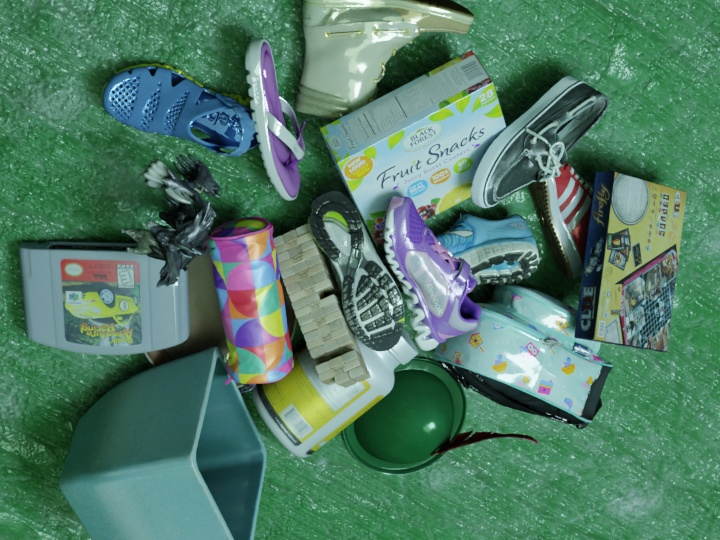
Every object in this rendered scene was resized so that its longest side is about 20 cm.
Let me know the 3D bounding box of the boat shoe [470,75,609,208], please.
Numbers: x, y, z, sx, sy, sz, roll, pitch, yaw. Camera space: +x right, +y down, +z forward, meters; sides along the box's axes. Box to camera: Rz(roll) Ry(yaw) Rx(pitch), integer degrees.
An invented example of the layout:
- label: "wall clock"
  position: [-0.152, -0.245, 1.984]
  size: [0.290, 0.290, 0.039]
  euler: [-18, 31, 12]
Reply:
- label: "boat shoe"
  position: [0.212, -0.141, 1.476]
  size: [0.199, 0.068, 0.074]
  euler: [-43, 143, -17]

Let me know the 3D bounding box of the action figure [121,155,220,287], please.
- label: "action figure"
  position: [-0.213, -0.058, 1.423]
  size: [0.101, 0.200, 0.120]
  euler: [26, 109, -10]

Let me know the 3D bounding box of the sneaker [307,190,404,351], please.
- label: "sneaker"
  position: [0.000, 0.000, 1.524]
  size: [0.073, 0.081, 0.202]
  euler: [-20, 92, 4]

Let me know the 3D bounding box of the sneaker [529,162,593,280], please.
- label: "sneaker"
  position: [0.276, -0.098, 1.579]
  size: [0.112, 0.071, 0.201]
  euler: [-23, 113, -5]

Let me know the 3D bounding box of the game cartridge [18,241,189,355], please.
- label: "game cartridge"
  position: [-0.304, 0.034, 1.507]
  size: [0.198, 0.041, 0.134]
  euler: [1, 113, 3]

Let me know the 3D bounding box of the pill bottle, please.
- label: "pill bottle"
  position: [-0.029, 0.133, 1.586]
  size: [0.199, 0.112, 0.112]
  euler: [-38, 114, 5]

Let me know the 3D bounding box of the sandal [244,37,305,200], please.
- label: "sandal"
  position: [-0.089, -0.168, 1.453]
  size: [0.049, 0.083, 0.204]
  euler: [-4, 126, 15]

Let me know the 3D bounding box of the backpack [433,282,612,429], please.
- label: "backpack"
  position: [0.198, 0.099, 1.587]
  size: [0.198, 0.176, 0.155]
  euler: [16, 91, -18]

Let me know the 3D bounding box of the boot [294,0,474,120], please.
- label: "boot"
  position: [0.025, -0.245, 1.467]
  size: [0.198, 0.072, 0.156]
  euler: [4, 110, -7]

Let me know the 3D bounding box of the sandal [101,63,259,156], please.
- label: "sandal"
  position: [-0.195, -0.179, 1.441]
  size: [0.198, 0.087, 0.080]
  euler: [11, 111, -14]

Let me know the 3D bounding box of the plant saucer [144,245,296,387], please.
- label: "plant saucer"
  position: [-0.178, 0.052, 1.566]
  size: [0.198, 0.035, 0.202]
  euler: [-4, 113, -9]

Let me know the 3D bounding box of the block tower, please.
- label: "block tower"
  position: [-0.050, 0.041, 1.515]
  size: [0.054, 0.058, 0.202]
  euler: [-22, 77, 5]

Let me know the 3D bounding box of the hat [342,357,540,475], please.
- label: "hat"
  position: [0.081, 0.216, 1.605]
  size: [0.165, 0.176, 0.201]
  euler: [32, 103, -21]

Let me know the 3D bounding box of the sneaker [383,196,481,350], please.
- label: "sneaker"
  position: [0.088, -0.001, 1.484]
  size: [0.088, 0.081, 0.201]
  euler: [-9, 119, 24]

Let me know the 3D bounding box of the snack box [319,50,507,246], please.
- label: "snack box"
  position: [0.073, -0.140, 1.486]
  size: [0.199, 0.068, 0.169]
  euler: [-28, 142, -1]

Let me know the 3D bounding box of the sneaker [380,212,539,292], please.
- label: "sneaker"
  position: [0.121, -0.024, 1.581]
  size: [0.198, 0.091, 0.079]
  euler: [-8, 142, 9]

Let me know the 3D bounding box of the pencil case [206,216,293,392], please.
- label: "pencil case"
  position: [-0.132, 0.040, 1.497]
  size: [0.087, 0.088, 0.202]
  euler: [-8, 107, -8]

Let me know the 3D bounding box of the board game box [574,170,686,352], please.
- label: "board game box"
  position: [0.329, -0.009, 1.539]
  size: [0.135, 0.034, 0.202]
  euler: [11, 86, -36]

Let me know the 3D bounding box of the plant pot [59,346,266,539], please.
- label: "plant pot"
  position: [-0.246, 0.240, 1.535]
  size: [0.198, 0.197, 0.197]
  euler: [-10, 127, 12]
